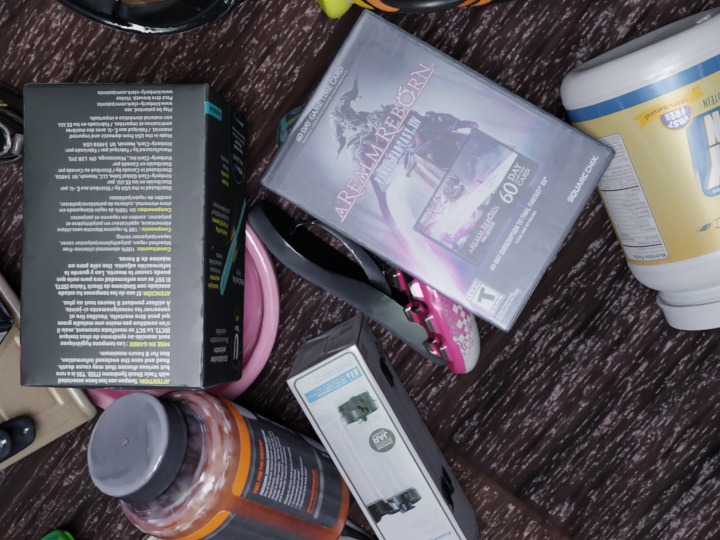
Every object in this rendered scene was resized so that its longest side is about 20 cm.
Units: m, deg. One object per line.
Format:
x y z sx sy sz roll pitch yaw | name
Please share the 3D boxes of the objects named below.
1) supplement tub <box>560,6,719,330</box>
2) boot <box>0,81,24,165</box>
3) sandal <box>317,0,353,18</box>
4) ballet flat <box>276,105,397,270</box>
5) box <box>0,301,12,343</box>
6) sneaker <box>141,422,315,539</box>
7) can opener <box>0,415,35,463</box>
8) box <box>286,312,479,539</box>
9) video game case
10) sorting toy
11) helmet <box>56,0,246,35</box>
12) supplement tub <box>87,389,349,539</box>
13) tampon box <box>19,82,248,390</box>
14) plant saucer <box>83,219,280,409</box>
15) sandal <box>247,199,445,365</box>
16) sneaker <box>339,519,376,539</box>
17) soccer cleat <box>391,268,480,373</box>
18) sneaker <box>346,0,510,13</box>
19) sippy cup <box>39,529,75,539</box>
0.243 -0.073 0.831 0.144 0.145 0.200 -23 99 10 | supplement tub
-0.304 -0.115 0.850 0.199 0.174 0.069 11 96 11 | boot
-0.015 -0.293 0.850 0.087 0.079 0.201 -17 104 -5 | sandal
0.013 -0.050 0.897 0.200 0.074 0.074 36 103 -3 | ballet flat
-0.361 -0.016 0.813 0.046 0.159 0.200 -49 66 25 | box
-0.117 0.211 0.953 0.200 0.090 0.067 -40 95 11 | sneaker
-0.338 0.160 0.935 0.200 0.063 0.079 -22 102 36 | can opener
0.022 0.142 0.912 0.060 0.117 0.200 -29 99 8 | box
0.051 -0.069 0.793 0.200 0.019 0.143 31 89 7 | video game case
-0.320 0.072 0.945 0.200 0.036 0.185 -29 98 34 | sorting toy
-0.148 -0.281 0.801 0.199 0.191 0.200 0 143 0 | helmet
-0.100 0.148 0.827 0.107 0.200 0.107 -15 60 28 | supplement tub
-0.154 -0.019 0.816 0.126 0.150 0.201 1 87 4 | tampon box
-0.161 0.022 0.938 0.200 0.051 0.201 1 101 6 | plant saucer
0.000 0.000 0.910 0.200 0.076 0.043 34 104 -13 | sandal
0.028 0.275 0.942 0.200 0.112 0.073 23 104 0 | sneaker
0.057 -0.027 0.833 0.086 0.070 0.200 -25 91 -9 | soccer cleat
0.081 -0.213 0.816 0.200 0.090 0.070 -11 119 -18 | sneaker
-0.252 0.311 0.967 0.140 0.178 0.130 -46 101 -12 | sippy cup
